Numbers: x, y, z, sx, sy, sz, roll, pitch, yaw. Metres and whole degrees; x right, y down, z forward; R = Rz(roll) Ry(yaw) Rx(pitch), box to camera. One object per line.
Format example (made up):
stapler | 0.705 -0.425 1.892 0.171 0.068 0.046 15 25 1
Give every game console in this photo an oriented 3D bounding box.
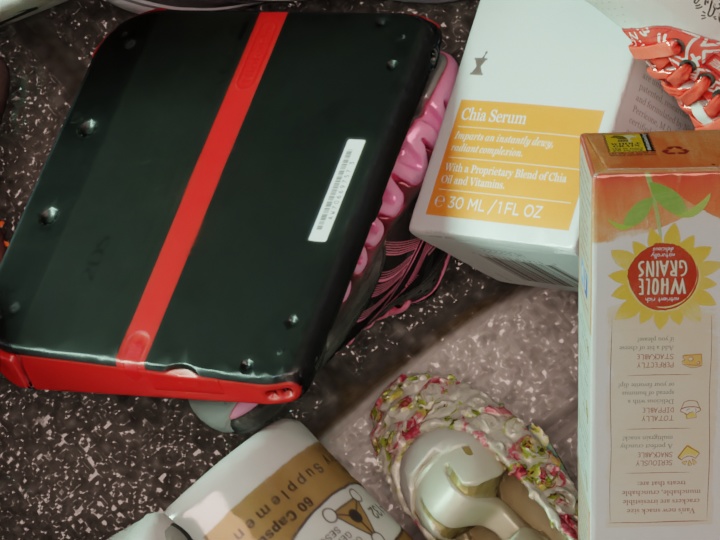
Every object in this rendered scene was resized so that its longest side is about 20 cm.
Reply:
game console | -0.068 -0.032 1.305 0.177 0.031 0.200 5 59 28

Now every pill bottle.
pill bottle | -0.004 0.172 1.295 0.114 0.114 0.200 -44 83 -2

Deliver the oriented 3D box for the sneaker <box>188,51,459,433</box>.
sneaker | 0.000 0.000 1.320 0.079 0.095 0.200 19 67 43

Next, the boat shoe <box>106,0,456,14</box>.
boat shoe | -0.034 -0.152 1.360 0.200 0.066 0.070 4 83 4

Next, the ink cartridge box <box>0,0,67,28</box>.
ink cartridge box | -0.189 -0.177 1.324 0.200 0.084 0.144 -19 91 23

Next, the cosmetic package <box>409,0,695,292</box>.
cosmetic package | 0.105 -0.094 1.290 0.101 0.071 0.200 7 75 45

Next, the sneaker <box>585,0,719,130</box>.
sneaker | 0.157 -0.071 1.217 0.201 0.067 0.108 14 88 -27

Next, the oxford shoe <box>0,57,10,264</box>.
oxford shoe | -0.182 -0.005 1.358 0.073 0.071 0.200 14 93 -3

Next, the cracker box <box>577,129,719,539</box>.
cracker box | 0.157 0.043 1.204 0.134 0.058 0.200 -1 111 -1

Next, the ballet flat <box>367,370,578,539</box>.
ballet flat | 0.067 0.116 1.296 0.200 0.064 0.076 45 110 24

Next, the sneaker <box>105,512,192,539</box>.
sneaker | -0.154 0.156 1.249 0.200 0.075 0.087 -37 92 23
